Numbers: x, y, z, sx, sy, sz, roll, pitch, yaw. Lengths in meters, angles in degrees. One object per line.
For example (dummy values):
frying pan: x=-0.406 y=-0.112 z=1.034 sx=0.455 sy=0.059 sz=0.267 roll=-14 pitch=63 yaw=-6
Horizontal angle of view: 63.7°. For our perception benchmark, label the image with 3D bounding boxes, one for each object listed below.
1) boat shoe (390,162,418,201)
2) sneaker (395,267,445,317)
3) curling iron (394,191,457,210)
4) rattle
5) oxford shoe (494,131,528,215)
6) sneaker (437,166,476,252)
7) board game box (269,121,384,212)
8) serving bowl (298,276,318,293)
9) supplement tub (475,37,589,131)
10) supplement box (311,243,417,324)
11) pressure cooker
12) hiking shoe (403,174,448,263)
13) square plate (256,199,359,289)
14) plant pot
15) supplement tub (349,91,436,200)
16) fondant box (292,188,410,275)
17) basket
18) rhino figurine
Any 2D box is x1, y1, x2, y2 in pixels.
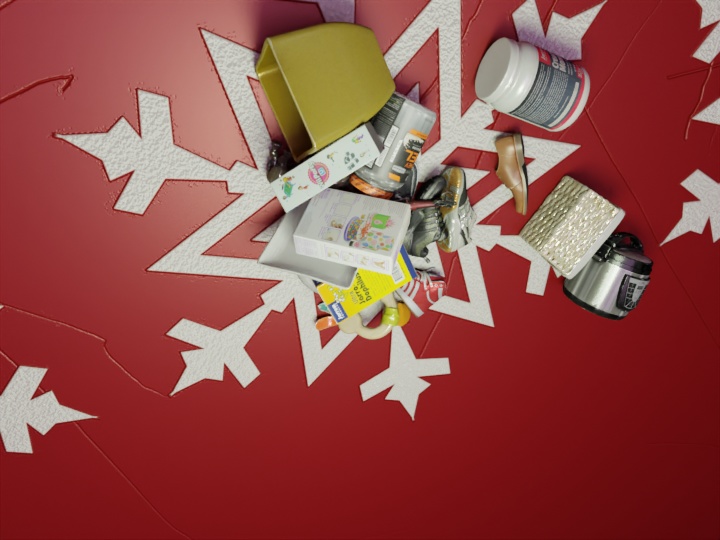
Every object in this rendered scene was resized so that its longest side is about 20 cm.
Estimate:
boat shoe: x=0.081 y=-0.148 z=1.272 sx=0.071 sy=0.068 sz=0.202 roll=15 pitch=111 yaw=-21
sneaker: x=0.128 y=0.016 z=1.365 sx=0.112 sy=0.072 sz=0.200 roll=-35 pitch=127 yaw=8
curling iron: x=0.104 y=-0.143 z=1.222 sx=0.197 sy=0.026 sz=0.050 roll=-3 pitch=160 yaw=4
rattle: x=0.005 y=0.104 z=1.402 sx=0.198 sy=0.143 sz=0.132 roll=-19 pitch=96 yaw=18
oxford shoe: x=0.346 y=-0.216 z=1.324 sx=0.070 sy=0.072 sz=0.202 roll=-7 pitch=122 yaw=20
sneaker: x=0.223 y=-0.143 z=1.322 sx=0.087 sy=0.076 sz=0.202 roll=-14 pitch=123 yaw=-25
board game box: x=-0.056 y=-0.194 z=1.074 sx=0.199 sy=0.148 sz=0.065 roll=-29 pitch=100 yaw=13
serving bowl: x=-0.052 y=-0.024 z=1.300 sx=0.197 sy=0.066 sz=0.202 roll=-7 pitch=118 yaw=-13
supplement tub: x=0.351 y=-0.380 z=1.189 sx=0.198 sy=0.141 sz=0.142 roll=13 pitch=112 yaw=-21
supplement box: x=0.000 y=0.000 z=1.224 sx=0.199 sy=0.109 sz=0.110 roll=-31 pitch=123 yaw=-3
pressure cooker: x=0.614 y=-0.001 z=1.431 sx=0.177 sy=0.176 sz=0.202 roll=22 pitch=110 yaw=5
hiking shoe: x=0.158 y=-0.116 z=1.296 sx=0.100 sy=0.076 sz=0.201 roll=22 pitch=119 yaw=-5
square plate: x=-0.079 y=-0.056 z=1.174 sx=0.198 sy=0.199 sz=0.029 roll=15 pitch=143 yaw=14
plant pot: x=-0.055 y=-0.336 z=1.057 sx=0.198 sy=0.195 sz=0.196 roll=-27 pitch=100 yaw=-14
supplement tub: x=0.060 y=-0.253 z=1.183 sx=0.121 sy=0.123 sz=0.202 roll=18 pitch=110 yaw=-23
fondant box: x=-0.015 y=-0.082 z=1.137 sx=0.198 sy=0.145 sz=0.059 roll=12 pitch=142 yaw=13
basket: x=0.491 y=-0.108 z=1.369 sx=0.123 sy=0.136 sz=0.201 roll=31 pitch=105 yaw=-22
rhino figurine: x=-0.103 y=-0.192 z=1.205 sx=0.198 sy=0.060 sz=0.088 roll=15 pitch=115 yaw=-24
